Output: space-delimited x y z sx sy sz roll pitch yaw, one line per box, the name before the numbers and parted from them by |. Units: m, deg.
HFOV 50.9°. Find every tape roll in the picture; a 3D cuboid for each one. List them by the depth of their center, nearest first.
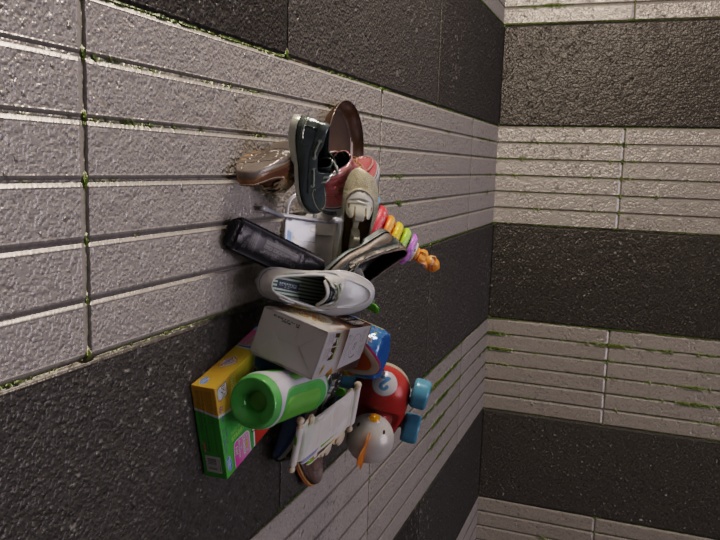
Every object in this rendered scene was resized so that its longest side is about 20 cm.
tape roll | -0.049 -0.031 1.443 0.202 0.070 0.204 5 90 -70

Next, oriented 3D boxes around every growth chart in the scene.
growth chart | -0.060 0.279 1.338 0.200 0.018 0.145 -25 137 -52

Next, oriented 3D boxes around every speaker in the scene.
speaker | -0.119 0.188 1.159 0.200 0.088 0.089 3 92 -70

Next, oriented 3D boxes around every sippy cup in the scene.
sippy cup | -0.015 0.148 1.462 0.140 0.130 0.179 -1 104 -73

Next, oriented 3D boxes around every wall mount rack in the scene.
wall mount rack | -0.114 -0.037 1.274 0.173 0.074 0.202 5 89 -37

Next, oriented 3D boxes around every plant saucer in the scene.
plant saucer | -0.040 -0.231 1.482 0.200 0.032 0.202 5 90 -69

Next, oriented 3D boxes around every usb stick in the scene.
usb stick | -0.130 -0.026 1.182 0.200 0.033 0.056 27 84 -46

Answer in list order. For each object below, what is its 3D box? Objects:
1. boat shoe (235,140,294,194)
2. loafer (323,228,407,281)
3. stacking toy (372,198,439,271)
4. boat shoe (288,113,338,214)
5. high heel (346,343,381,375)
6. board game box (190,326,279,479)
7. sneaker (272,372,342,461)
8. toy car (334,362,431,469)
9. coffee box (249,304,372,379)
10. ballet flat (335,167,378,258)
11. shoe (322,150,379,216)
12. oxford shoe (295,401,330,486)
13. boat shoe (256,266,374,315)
boat shoe | -0.131 -0.154 1.189 0.200 0.075 0.072 -40 134 -61
loafer | 0.000 0.000 1.264 0.200 0.063 0.072 -41 148 -31
stacking toy | 0.080 -0.055 1.588 0.116 0.199 0.110 -57 -173 45
boat shoe | -0.067 -0.157 1.182 0.201 0.061 0.073 83 18 -52
high heel | -0.031 0.119 1.353 0.068 0.200 0.096 -60 158 15
board game box | -0.183 0.198 1.168 0.200 0.040 0.154 -47 137 -60
sneaker | -0.108 0.242 1.334 0.201 0.089 0.078 -65 155 3
toy car | 0.027 0.298 1.488 0.200 0.183 0.178 -65 169 -62
coffee box | -0.073 0.108 1.205 0.200 0.114 0.080 4 107 -69
ballet flat | -0.003 -0.077 1.324 0.062 0.067 0.201 -113 -152 -75
shoe | -0.018 -0.186 1.400 0.200 0.071 0.091 -53 149 -48
oxford shoe | -0.083 0.323 1.425 0.071 0.072 0.201 -48 139 -59
boat shoe | -0.061 0.037 1.172 0.067 0.199 0.074 -161 -104 -64
